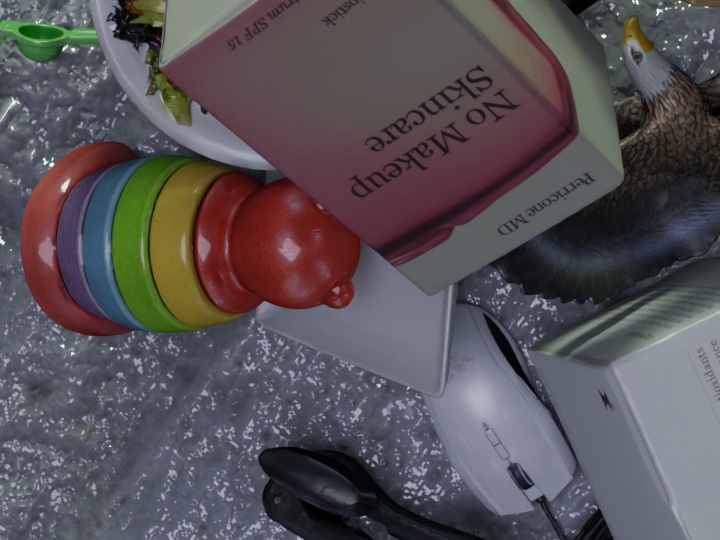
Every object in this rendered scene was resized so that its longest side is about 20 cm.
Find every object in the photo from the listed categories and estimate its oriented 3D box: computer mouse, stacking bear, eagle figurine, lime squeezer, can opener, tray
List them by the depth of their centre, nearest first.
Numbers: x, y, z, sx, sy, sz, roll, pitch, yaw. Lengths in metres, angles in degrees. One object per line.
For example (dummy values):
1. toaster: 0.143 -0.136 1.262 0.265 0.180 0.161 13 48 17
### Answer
1. eagle figurine: 0.156 -0.075 0.921 0.199 0.152 0.152 -23 93 13
2. stacking bear: -0.090 -0.016 0.966 0.199 0.114 0.122 0 99 31
3. tray: 0.000 0.000 0.973 0.200 0.022 0.108 18 107 53
4. can opener: 0.023 0.170 1.013 0.199 0.079 0.064 28 98 17
5. computer mouse: 0.091 0.116 1.019 0.109 0.044 0.201 -31 92 15
6. lime squeezer: -0.212 -0.127 1.042 0.199 0.038 0.071 -25 94 12

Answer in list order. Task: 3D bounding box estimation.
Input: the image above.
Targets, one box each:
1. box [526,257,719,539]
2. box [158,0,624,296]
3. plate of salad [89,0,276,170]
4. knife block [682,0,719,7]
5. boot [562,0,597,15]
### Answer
1. box: 0.205 0.107 0.904 0.130 0.200 0.200 -25 93 -6
2. box: 0.017 -0.102 0.792 0.128 0.109 0.200 -32 127 27
3. plate of salad: -0.045 -0.148 0.871 0.199 0.048 0.201 -1 109 -3
4. knife block: 0.179 -0.170 0.863 0.175 0.200 0.064 -42 48 -8
5. boot: 0.123 -0.258 0.947 0.200 0.069 0.174 -37 82 7
